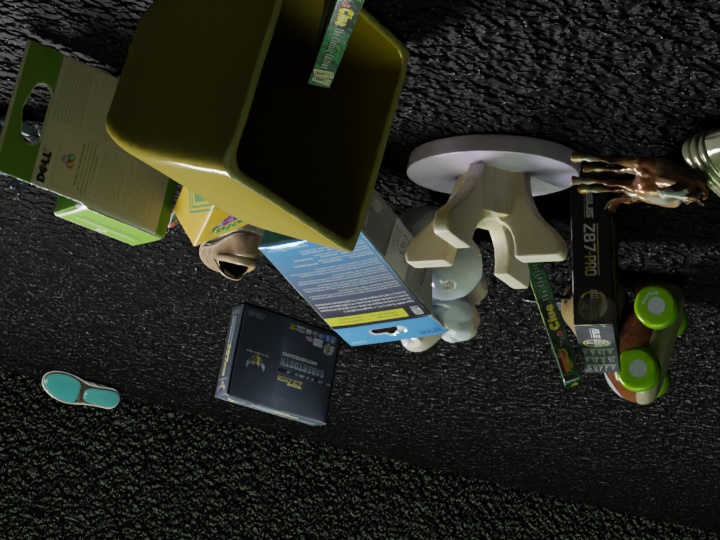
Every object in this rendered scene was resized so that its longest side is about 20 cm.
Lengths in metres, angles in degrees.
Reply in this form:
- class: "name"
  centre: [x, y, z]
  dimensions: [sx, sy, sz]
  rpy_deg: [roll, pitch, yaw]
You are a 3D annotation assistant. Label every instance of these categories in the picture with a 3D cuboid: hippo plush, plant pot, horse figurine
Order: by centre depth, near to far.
- class: "plant pot"
  centre: [-0.107, -0.147, 1.200]
  dimensions: [0.198, 0.198, 0.194]
  rpy_deg: [7, 165, 35]
- class: "horse figurine"
  centre: [0.278, -0.087, 1.354]
  dimensions: [0.131, 0.051, 0.200]
  rpy_deg: [7, 179, 14]
- class: "hippo plush"
  centre: [0.088, -0.021, 1.648]
  dimensions: [0.200, 0.158, 0.161]
  rpy_deg: [49, 148, 13]

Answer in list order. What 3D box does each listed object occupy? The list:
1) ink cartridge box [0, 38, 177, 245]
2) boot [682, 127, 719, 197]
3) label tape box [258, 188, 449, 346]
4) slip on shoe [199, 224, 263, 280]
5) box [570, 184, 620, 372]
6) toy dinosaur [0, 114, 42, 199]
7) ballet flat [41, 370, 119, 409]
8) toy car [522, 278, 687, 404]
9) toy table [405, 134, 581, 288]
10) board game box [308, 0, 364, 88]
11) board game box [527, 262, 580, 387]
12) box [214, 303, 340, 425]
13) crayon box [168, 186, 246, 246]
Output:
- class: "ink cartridge box"
  centre: [-0.287, -0.131, 1.427]
  dimensions: [0.198, 0.150, 0.075]
  rpy_deg: [22, 161, -33]
- class: "boot"
  centre: [0.411, -0.093, 1.249]
  dimensions: [0.198, 0.073, 0.154]
  rpy_deg: [23, 160, -17]
- class: "label tape box"
  centre: [0.000, 0.000, 1.552]
  dimensions: [0.142, 0.067, 0.200]
  rpy_deg: [-9, 140, 34]
- class: "slip on shoe"
  centre: [-0.179, -0.017, 1.898]
  dimensions: [0.075, 0.061, 0.200]
  rpy_deg: [16, 163, -21]
- class: "box"
  centre: [0.264, 0.012, 1.534]
  dimensions: [0.048, 0.164, 0.200]
  rpy_deg: [0, 161, 13]
- class: "toy dinosaur"
  centre: [-0.443, -0.145, 1.602]
  dimensions: [0.180, 0.106, 0.199]
  rpy_deg: [24, -172, 37]
- class: "ballet flat"
  centre: [-0.664, 0.280, 3.221]
  dimensions: [0.198, 0.070, 0.069]
  rpy_deg: [19, 162, -30]
- class: "toy car"
  centre: [0.308, 0.072, 1.765]
  dimensions: [0.198, 0.160, 0.164]
  rpy_deg: [17, 177, 20]
- class: "toy table"
  centre: [0.134, -0.064, 1.446]
  dimensions: [0.198, 0.119, 0.183]
  rpy_deg: [-8, 156, 45]
- class: "board game box"
  centre: [-0.007, -0.222, 1.020]
  dimensions: [0.023, 0.106, 0.200]
  rpy_deg: [15, 164, -6]
- class: "board game box"
  centre: [0.209, 0.031, 1.555]
  dimensions: [0.023, 0.203, 0.105]
  rpy_deg: [-18, 168, 4]
- class: "box"
  centre: [-0.136, 0.160, 2.294]
  dimensions: [0.198, 0.160, 0.051]
  rpy_deg: [20, 162, -29]
- class: "crayon box"
  centre: [-0.116, -0.097, 1.410]
  dimensions: [0.126, 0.051, 0.200]
  rpy_deg: [-26, 165, -30]
